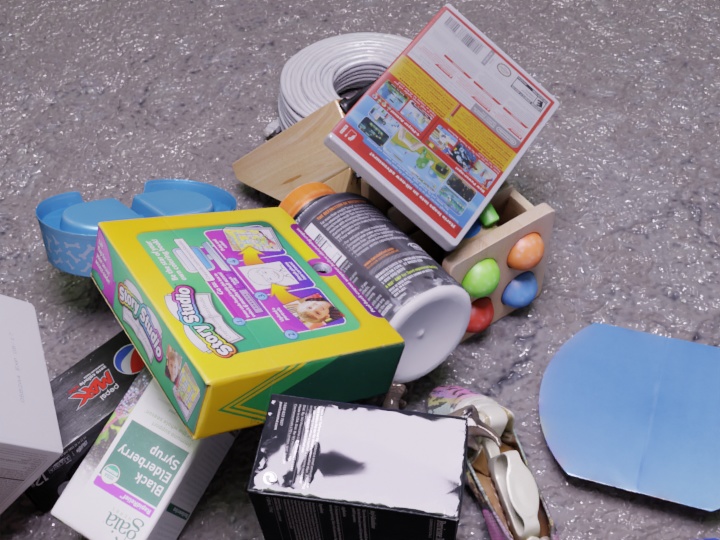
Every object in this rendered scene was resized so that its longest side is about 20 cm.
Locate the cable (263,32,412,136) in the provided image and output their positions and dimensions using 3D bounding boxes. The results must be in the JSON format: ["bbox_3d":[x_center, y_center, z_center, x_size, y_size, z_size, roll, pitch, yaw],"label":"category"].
[{"bbox_3d":[0.003,-0.200,1.118,0.199,0.069,0.200,15,52,14],"label":"cable"}]

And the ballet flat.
[{"bbox_3d":[0.116,0.162,0.814,0.069,0.071,0.200,-12,50,-16],"label":"ballet flat"}]

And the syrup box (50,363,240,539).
[{"bbox_3d":[-0.157,0.137,0.797,0.078,0.082,0.201,27,73,13],"label":"syrup box"}]

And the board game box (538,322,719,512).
[{"bbox_3d":[0.258,0.134,0.858,0.199,0.039,0.158,11,56,17],"label":"board game box"}]

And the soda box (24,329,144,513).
[{"bbox_3d":[-0.227,0.118,0.865,0.071,0.063,0.200,37,60,28],"label":"soda box"}]

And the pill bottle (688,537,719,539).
[{"bbox_3d":[0.275,0.252,0.709,0.199,0.112,0.112,-4,50,-2],"label":"pill bottle"}]

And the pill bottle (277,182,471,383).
[{"bbox_3d":[0.000,0.000,0.866,0.106,0.107,0.200,-28,49,-20],"label":"pill bottle"}]

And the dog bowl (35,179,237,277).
[{"bbox_3d":[-0.214,-0.042,0.939,0.199,0.050,0.111,-13,32,-40],"label":"dog bowl"}]

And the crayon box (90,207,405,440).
[{"bbox_3d":[-0.093,0.030,0.760,0.172,0.058,0.200,-9,40,-35],"label":"crayon box"}]

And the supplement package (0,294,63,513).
[{"bbox_3d":[-0.360,0.124,0.749,0.200,0.150,0.152,-43,50,21],"label":"supplement package"}]

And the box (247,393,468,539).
[{"bbox_3d":[0.004,0.177,0.718,0.140,0.200,0.079,8,56,8],"label":"box"}]

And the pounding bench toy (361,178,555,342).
[{"bbox_3d":[0.095,-0.050,0.907,0.124,0.200,0.156,-28,54,-21],"label":"pounding bench toy"}]

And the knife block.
[{"bbox_3d":[-0.023,-0.143,0.996,0.199,0.176,0.064,26,20,28],"label":"knife block"}]

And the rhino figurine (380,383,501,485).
[{"bbox_3d":[0.022,0.145,0.815,0.199,0.060,0.088,-2,61,21],"label":"rhino figurine"}]

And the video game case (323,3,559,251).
[{"bbox_3d":[0.078,-0.131,0.856,0.143,0.017,0.200,41,61,-4],"label":"video game case"}]
